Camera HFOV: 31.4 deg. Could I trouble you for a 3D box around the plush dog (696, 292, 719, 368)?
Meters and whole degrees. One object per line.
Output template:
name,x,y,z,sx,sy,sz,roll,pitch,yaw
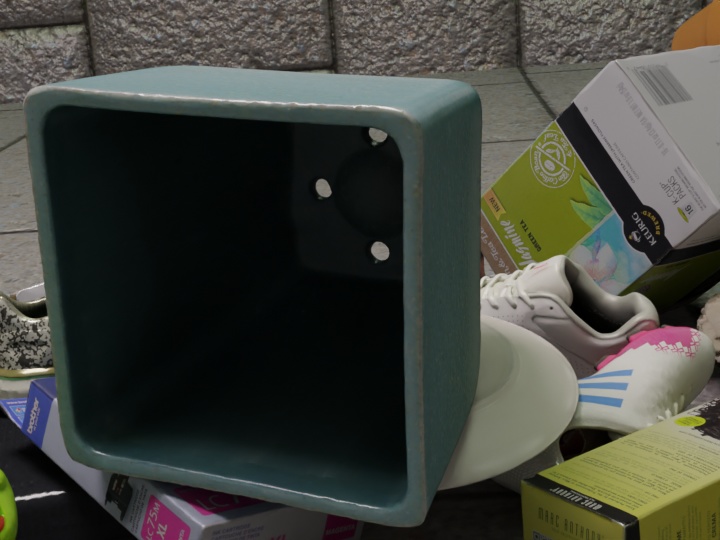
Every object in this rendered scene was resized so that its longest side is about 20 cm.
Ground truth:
plush dog,0.348,0.027,0.830,0.172,0.161,0.200,18,4,-33

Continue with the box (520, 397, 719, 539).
box,0.182,0.114,0.687,0.200,0.050,0.075,-16,19,-35

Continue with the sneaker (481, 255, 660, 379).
sneaker,0.107,0.024,0.860,0.200,0.099,0.078,10,40,7

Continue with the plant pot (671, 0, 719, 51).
plant pot,0.594,-0.352,2.051,0.200,0.200,0.140,-16,3,-36

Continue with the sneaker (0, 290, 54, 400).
sneaker,-0.153,0.025,0.840,0.200,0.089,0.077,-18,22,-18

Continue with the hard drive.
hard drive,-0.196,0.118,0.792,0.135,0.042,0.200,-7,15,-11

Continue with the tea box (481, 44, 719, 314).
tea box,0.222,-0.056,0.963,0.200,0.134,0.197,-14,-25,-42

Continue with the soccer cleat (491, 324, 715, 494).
soccer cleat,0.158,0.092,0.767,0.200,0.070,0.086,-17,35,-32

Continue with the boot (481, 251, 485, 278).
boot,0.000,0.000,0.959,0.200,0.064,0.186,0,41,-27

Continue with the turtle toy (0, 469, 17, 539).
turtle toy,-0.250,0.126,0.613,0.200,0.101,0.146,0,31,20

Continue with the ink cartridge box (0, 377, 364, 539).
ink cartridge box,-0.104,0.099,0.721,0.119,0.042,0.200,-2,21,-45

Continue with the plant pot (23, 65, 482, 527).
plant pot,-0.026,-0.016,0.666,0.196,0.196,0.200,6,22,21

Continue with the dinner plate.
dinner plate,0.024,0.061,0.734,0.200,0.024,0.200,-3,25,1

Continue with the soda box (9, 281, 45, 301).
soda box,-0.178,0.015,1.042,0.200,0.064,0.068,-21,4,-19
